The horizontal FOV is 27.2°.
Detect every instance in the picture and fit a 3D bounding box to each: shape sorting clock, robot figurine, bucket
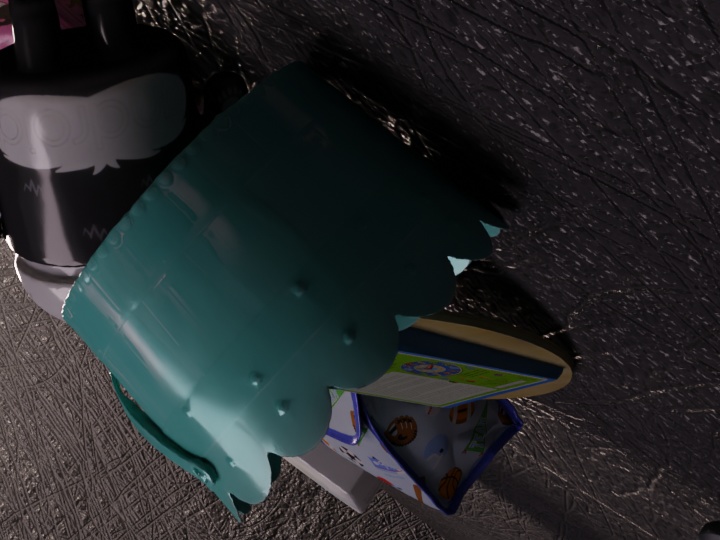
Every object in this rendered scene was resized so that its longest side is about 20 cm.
[{"bbox_3d":[0.035,0.051,0.940,0.198,0.040,0.200,4,165,1],"label":"shape sorting clock"},{"bbox_3d":[-0.151,-0.067,0.854,0.149,0.125,0.202,5,117,25],"label":"robot figurine"},{"bbox_3d":[-0.041,0.006,0.742,0.135,0.207,0.207,43,171,2],"label":"bucket"}]

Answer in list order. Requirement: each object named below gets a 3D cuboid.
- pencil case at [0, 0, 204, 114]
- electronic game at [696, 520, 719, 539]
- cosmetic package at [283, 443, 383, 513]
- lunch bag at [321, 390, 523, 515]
[{"bbox_3d":[-0.187,-0.137,0.932,0.200,0.083,0.087,41,-162,-20],"label":"pencil case"},{"bbox_3d":[0.307,0.226,0.969,0.199,0.042,0.200,35,168,8],"label":"electronic game"},{"bbox_3d":[-0.051,0.177,1.791,0.199,0.123,0.200,35,169,13],"label":"cosmetic package"},{"bbox_3d":[-0.002,0.077,1.148,0.169,0.124,0.200,20,156,49],"label":"lunch bag"}]
